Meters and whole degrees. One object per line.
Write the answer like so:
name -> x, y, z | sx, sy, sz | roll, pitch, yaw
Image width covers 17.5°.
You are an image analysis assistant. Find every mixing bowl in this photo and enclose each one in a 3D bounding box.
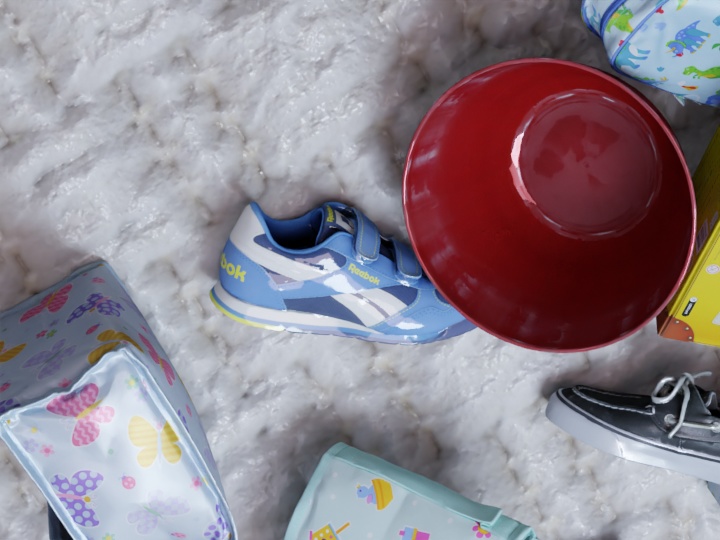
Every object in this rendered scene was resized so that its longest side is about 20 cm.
mixing bowl -> 0.139, -0.057, 1.567 | 0.199, 0.108, 0.201 | 8, 111, 20

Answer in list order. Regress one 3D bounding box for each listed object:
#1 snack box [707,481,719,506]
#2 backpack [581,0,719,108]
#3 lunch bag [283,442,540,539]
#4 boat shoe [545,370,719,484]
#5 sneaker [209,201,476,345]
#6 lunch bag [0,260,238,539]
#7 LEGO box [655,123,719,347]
snack box -> 0.344, 0.084, 1.712 | 0.142, 0.053, 0.201 | 5, 110, -11
backpack -> 0.238, -0.181, 1.521 | 0.199, 0.154, 0.163 | 28, 146, -16
lunch bag -> 0.031, 0.234, 1.640 | 0.170, 0.122, 0.201 | 23, 112, 27
boat shoe -> 0.232, 0.106, 1.664 | 0.199, 0.074, 0.068 | 18, 105, 17
sneaker -> 0.000, 0.000, 1.602 | 0.199, 0.074, 0.083 | 5, 109, -14
lunch bag -> -0.162, 0.122, 1.565 | 0.127, 0.170, 0.200 | -31, 115, 1
LEGO box -> 0.295, -0.032, 1.545 | 0.148, 0.077, 0.200 | 10, 139, -10
